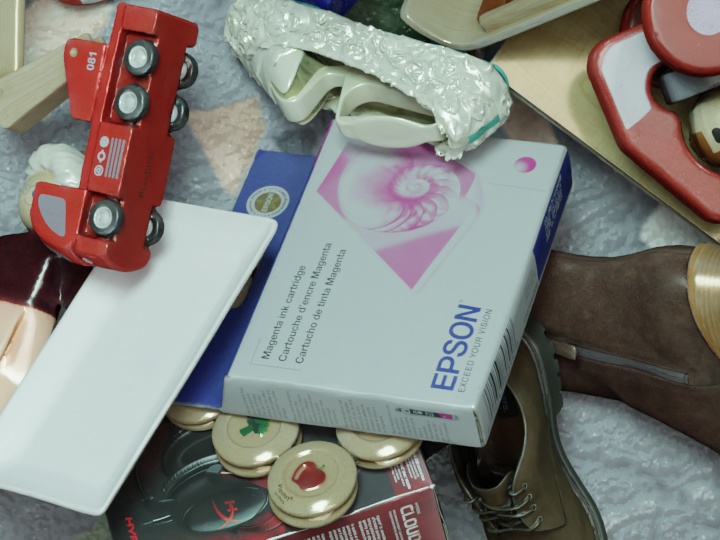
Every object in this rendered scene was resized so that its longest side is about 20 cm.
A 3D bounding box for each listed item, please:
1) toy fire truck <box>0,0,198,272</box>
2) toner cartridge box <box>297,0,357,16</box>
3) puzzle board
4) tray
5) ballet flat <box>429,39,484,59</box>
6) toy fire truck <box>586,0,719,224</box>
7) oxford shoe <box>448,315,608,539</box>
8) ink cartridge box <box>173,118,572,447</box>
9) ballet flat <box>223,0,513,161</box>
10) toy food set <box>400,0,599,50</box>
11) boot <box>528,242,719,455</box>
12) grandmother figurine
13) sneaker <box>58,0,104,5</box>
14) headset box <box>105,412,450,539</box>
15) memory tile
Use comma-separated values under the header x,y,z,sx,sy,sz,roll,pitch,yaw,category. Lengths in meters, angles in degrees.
x,y,z,sx,sy,sz,roll,pitch,yaw,category
-0.165,-0.108,1.445,0.140,0.049,0.201,13,91,31,toy fire truck
-0.038,-0.199,1.438,0.095,0.200,0.043,44,85,3,toner cartridge box
0.194,-0.114,1.454,0.200,0.017,0.151,37,84,2,puzzle board
-0.128,0.048,1.408,0.107,0.022,0.201,11,59,35,tray
0.041,-0.216,1.511,0.067,0.068,0.201,-27,86,-18,ballet flat
0.235,-0.103,1.392,0.199,0.112,0.169,-24,89,-3,toy fire truck
0.087,0.131,1.453,0.072,0.084,0.201,-14,100,29,oxford shoe
0.000,0.000,1.424,0.199,0.043,0.197,7,51,17,ink cartridge box
-0.009,-0.109,1.456,0.199,0.072,0.072,16,84,30,ballet flat
0.120,-0.210,1.406,0.060,0.199,0.144,45,51,-24,toy food set
0.187,0.068,1.481,0.165,0.072,0.201,2,125,27,boot
-0.197,0.022,1.475,0.121,0.061,0.201,13,76,19,grandmother figurine
-0.117,-0.242,1.483,0.078,0.116,0.200,43,85,3,sneaker
-0.046,0.112,1.437,0.199,0.075,0.149,-18,49,-2,headset box
-0.037,0.048,1.427,0.153,0.017,0.200,-38,51,-20,memory tile
